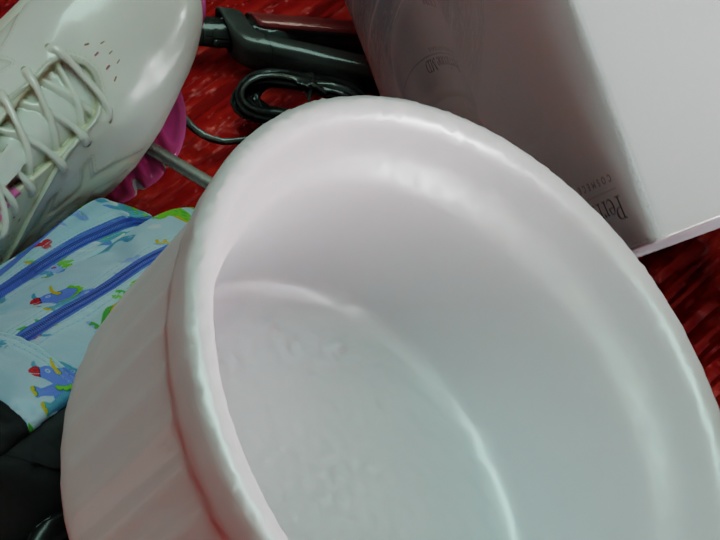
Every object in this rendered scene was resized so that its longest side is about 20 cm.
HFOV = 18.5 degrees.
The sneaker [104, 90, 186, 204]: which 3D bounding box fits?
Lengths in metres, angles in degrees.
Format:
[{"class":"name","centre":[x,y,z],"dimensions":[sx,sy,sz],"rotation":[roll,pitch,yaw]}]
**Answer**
[{"class":"sneaker","centre":[-0.162,-0.027,0.860],"dimensions":[0.199,0.082,0.088],"rotation":[-29,16,-6]}]

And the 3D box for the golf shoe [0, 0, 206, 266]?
[{"class":"golf shoe","centre":[-0.126,-0.034,0.774],"dimensions":[0.200,0.092,0.075],"rotation":[-46,105,-3]}]

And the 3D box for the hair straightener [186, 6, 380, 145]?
[{"class":"hair straightener","centre":[0.002,-0.078,0.924],"dimensions":[0.198,0.041,0.077],"rotation":[9,54,-5]}]

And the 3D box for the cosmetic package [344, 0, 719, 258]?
[{"class":"cosmetic package","centre":[0.083,-0.104,0.811],"dimensions":[0.122,0.199,0.202],"rotation":[-21,88,-18]}]

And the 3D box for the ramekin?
[{"class":"ramekin","centre":[0.008,0.059,0.652],"dimensions":[0.199,0.098,0.202],"rotation":[23,49,-29]}]

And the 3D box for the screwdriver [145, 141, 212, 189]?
[{"class":"screwdriver","centre":[0.000,0.000,0.843],"dimensions":[0.199,0.028,0.029],"rotation":[32,19,-3]}]

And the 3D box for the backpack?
[{"class":"backpack","centre":[-0.082,0.058,0.752],"dimensions":[0.199,0.164,0.153],"rotation":[-31,39,-33]}]
